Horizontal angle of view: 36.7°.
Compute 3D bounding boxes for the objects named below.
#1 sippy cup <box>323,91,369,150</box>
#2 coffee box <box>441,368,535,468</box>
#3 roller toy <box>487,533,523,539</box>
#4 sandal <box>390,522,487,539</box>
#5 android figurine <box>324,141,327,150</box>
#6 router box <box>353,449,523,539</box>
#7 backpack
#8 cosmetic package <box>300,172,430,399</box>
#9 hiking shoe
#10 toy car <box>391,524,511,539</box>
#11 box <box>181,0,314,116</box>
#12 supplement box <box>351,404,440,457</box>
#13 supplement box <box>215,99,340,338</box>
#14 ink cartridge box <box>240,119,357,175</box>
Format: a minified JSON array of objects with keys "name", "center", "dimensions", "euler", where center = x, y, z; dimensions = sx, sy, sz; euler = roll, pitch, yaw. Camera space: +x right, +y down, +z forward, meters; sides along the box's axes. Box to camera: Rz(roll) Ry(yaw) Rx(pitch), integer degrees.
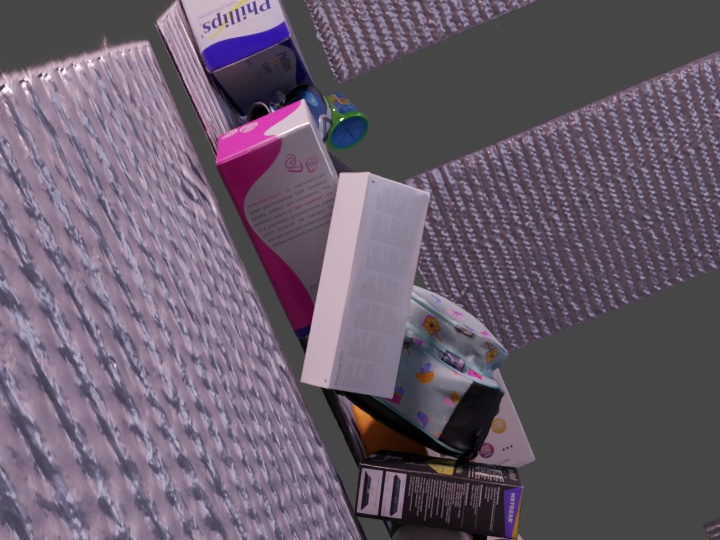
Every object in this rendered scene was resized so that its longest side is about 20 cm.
[{"name":"sippy cup","center":[-0.061,-0.443,3.161],"dimensions":[0.131,0.139,0.179],"euler":[58,-27,31]},{"name":"coffee box","center":[0.200,0.287,2.105],"dimensions":[0.200,0.198,0.199],"euler":[-80,147,-82]},{"name":"roller toy","center":[0.176,0.435,1.398],"dimensions":[0.183,0.139,0.201],"euler":[56,-7,46]},{"name":"sandal","center":[0.097,0.322,1.273],"dimensions":[0.200,0.075,0.045],"euler":[33,21,-57]},{"name":"android figurine","center":[-0.112,-0.314,2.276],"dimensions":[0.201,0.041,0.183],"euler":[-107,174,-46]},{"name":"router box","center":[0.082,0.222,1.101],"dimensions":[0.200,0.155,0.053],"euler":[38,59,-81]},{"name":"backpack","center":[0.056,0.099,1.162],"dimensions":[0.198,0.155,0.176],"euler":[23,0,14]},{"name":"cosmetic package","center":[0.004,0.015,1.031],"dimensions":[0.082,0.050,0.202],"euler":[15,84,-40]},{"name":"hiking shoe","center":[-0.086,-0.167,1.243],"dimensions":[0.087,0.074,0.201],"euler":[58,29,-31]},{"name":"toy car","center":[0.123,0.334,1.120],"dimensions":[0.200,0.149,0.176],"euler":[57,11,-71]},{"name":"box","center":[-0.147,-0.311,1.284],"dimensions":[0.184,0.104,0.202],"euler":[51,17,-80]},{"name":"supplement box","center":[0.062,0.247,1.323],"dimensions":[0.201,0.073,0.127],"euler":[63,6,-51]},{"name":"supplement box","center":[-0.060,-0.053,1.092],"dimensions":[0.104,0.100,0.201],"euler":[-104,172,-66]},{"name":"ink cartridge box","center":[-0.048,-0.093,1.330],"dimensions":[0.199,0.043,0.199],"euler":[32,25,-39]}]
